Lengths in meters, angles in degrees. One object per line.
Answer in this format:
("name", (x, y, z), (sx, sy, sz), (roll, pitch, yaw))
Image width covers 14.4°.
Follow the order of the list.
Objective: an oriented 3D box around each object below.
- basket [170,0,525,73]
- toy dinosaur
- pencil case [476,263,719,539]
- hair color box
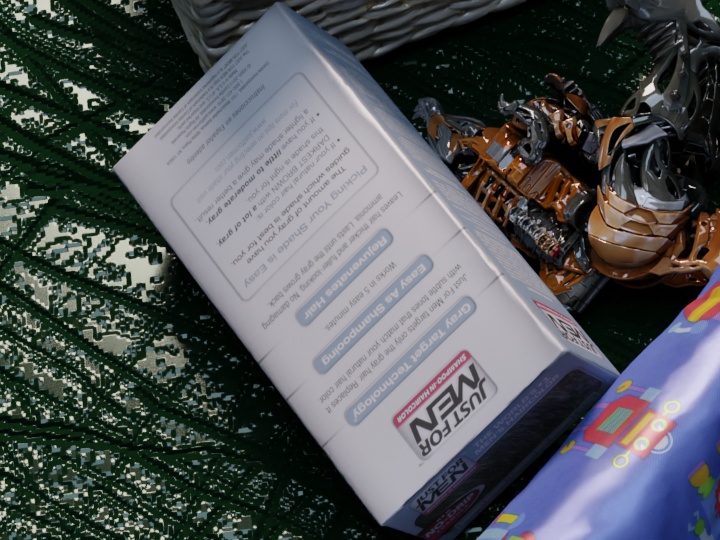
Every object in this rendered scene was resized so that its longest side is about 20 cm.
("basket", (-0.017, -0.203, 1.207), (0.199, 0.161, 0.199), (-21, 60, -9))
("toy dinosaur", (0.115, -0.040, 1.153), (0.199, 0.102, 0.136), (19, 86, 1))
("pencil case", (0.112, 0.086, 1.069), (0.200, 0.087, 0.078), (-46, 41, -20))
("hair color box", (0.000, 0.000, 1.123), (0.099, 0.061, 0.200), (-44, 61, 11))
